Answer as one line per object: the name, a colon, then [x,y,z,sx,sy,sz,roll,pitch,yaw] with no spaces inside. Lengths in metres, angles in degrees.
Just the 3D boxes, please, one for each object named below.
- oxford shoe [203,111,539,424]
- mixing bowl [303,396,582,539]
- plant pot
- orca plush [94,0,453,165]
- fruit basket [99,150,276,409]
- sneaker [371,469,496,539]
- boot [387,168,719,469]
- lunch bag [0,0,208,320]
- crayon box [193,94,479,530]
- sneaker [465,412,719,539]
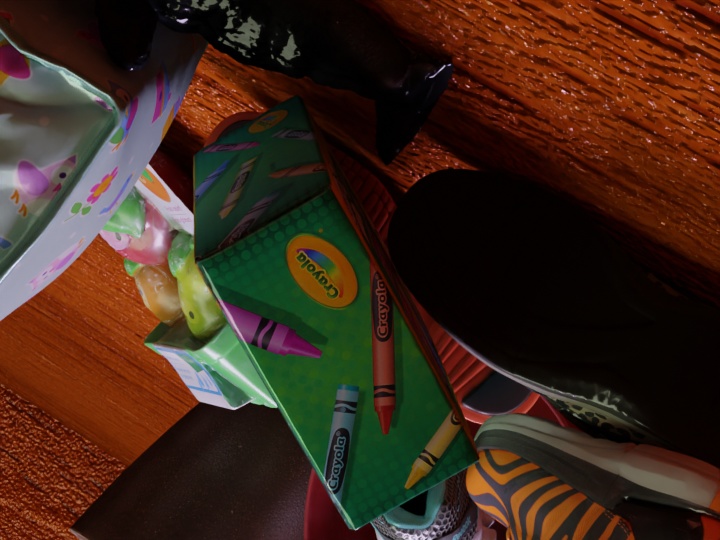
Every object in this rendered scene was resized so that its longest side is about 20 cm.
oxford shoe: [0.000,0.000,0.909,0.200,0.071,0.073,43,178,-12]
mixing bowl: [0.076,0.142,1.030,0.199,0.202,0.108,23,-168,39]
plant pot: [-0.058,0.145,1.251,0.186,0.201,0.187,34,167,9]
orca plush: [-0.067,-0.098,0.716,0.200,0.071,0.105,37,166,-14]
fruit basket: [-0.110,-0.008,1.086,0.200,0.094,0.185,43,166,-16]
sneaker: [0.008,0.060,0.954,0.201,0.077,0.091,62,-179,21]
boot: [0.108,0.045,0.800,0.203,0.074,0.154,31,169,21]
lunch bag: [-0.167,-0.037,0.779,0.122,0.200,0.170,36,-160,-3]
crayon box: [-0.015,0.008,0.764,0.119,0.058,0.200,61,-177,-15]
sneaker: [0.079,0.124,0.749,0.077,0.113,0.200,30,169,-17]
